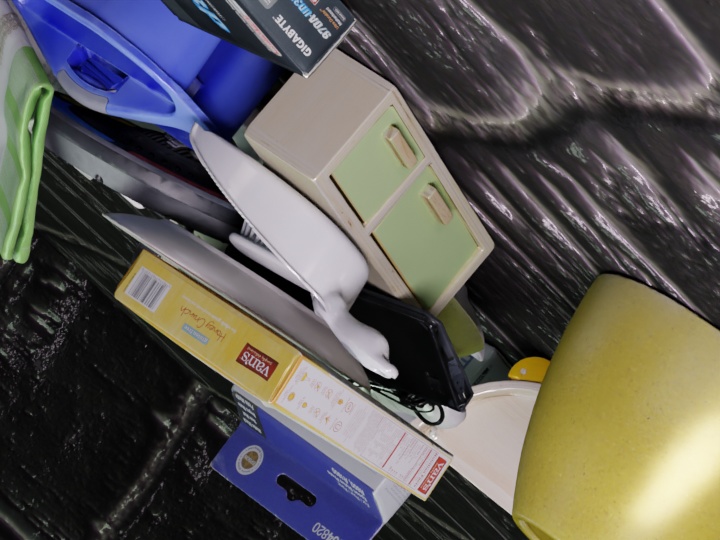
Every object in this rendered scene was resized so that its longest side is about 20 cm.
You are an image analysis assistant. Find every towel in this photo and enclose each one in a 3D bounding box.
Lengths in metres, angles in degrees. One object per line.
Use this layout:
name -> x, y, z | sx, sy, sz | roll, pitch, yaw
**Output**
towel -> -0.250, -0.119, 1.688 | 0.200, 0.031, 0.149 | -123, 34, -43

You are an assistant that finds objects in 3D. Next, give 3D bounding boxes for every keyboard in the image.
keyboard -> 0.000, 0.036, 1.679 | 0.200, 0.040, 0.104 | 20, 140, 44

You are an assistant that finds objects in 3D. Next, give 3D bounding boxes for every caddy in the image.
caddy -> -0.143, -0.145, 1.642 | 0.200, 0.105, 0.141 | 33, 168, 40

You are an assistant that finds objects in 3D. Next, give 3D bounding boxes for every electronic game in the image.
electronic game -> -0.129, -0.068, 1.692 | 0.200, 0.042, 0.200 | 28, -175, -3

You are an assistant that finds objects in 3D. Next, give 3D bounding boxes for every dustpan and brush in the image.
dustpan and brush -> -0.028, 0.002, 1.538 | 0.200, 0.057, 0.140 | 32, 168, 43

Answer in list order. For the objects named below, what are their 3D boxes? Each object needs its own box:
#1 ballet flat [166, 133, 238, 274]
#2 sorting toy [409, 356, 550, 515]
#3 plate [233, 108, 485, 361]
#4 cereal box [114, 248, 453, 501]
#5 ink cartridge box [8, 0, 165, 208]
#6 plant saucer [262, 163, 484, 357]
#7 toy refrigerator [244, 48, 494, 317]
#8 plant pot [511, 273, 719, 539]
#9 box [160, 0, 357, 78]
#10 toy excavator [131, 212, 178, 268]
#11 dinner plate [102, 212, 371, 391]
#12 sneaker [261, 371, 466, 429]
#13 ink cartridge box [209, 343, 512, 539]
ballet flat -> -0.101, -0.037, 1.811 | 0.200, 0.067, 0.064 | -111, 10, -47
sorting toy -> 0.150, 0.147, 1.911 | 0.200, 0.107, 0.180 | 38, 178, 11
plate -> 0.001, -0.033, 1.828 | 0.199, 0.032, 0.200 | 37, 170, 27
cereal box -> -0.044, 0.065, 1.577 | 0.144, 0.040, 0.200 | 31, 177, 35
ink cartridge box -> -0.195, -0.145, 1.828 | 0.200, 0.117, 0.067 | 42, 172, -5
plant saucer -> 0.000, 0.000, 1.798 | 0.200, 0.031, 0.200 | 39, 170, 8
toy refrigerator -> 0.011, -0.046, 1.584 | 0.070, 0.076, 0.200 | 35, 169, 33
plant pot -> 0.171, 0.120, 1.507 | 0.200, 0.142, 0.200 | 39, 171, 7
box -> -0.109, -0.201, 1.421 | 0.200, 0.046, 0.159 | 47, 169, -35
toy excavator -> -0.084, -0.006, 2.141 | 0.100, 0.200, 0.195 | 36, 126, 32
dinner plate -> -0.072, 0.013, 1.620 | 0.200, 0.024, 0.200 | 32, 176, 3
sneaker -> -0.008, 0.072, 1.766 | 0.200, 0.100, 0.075 | 29, 163, 44
ink cartridge box -> -0.011, 0.106, 2.020 | 0.200, 0.200, 0.041 | 30, 167, 46
